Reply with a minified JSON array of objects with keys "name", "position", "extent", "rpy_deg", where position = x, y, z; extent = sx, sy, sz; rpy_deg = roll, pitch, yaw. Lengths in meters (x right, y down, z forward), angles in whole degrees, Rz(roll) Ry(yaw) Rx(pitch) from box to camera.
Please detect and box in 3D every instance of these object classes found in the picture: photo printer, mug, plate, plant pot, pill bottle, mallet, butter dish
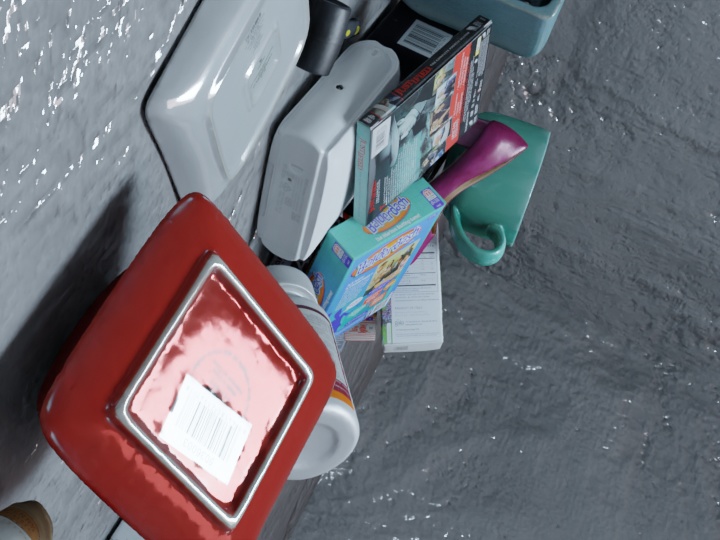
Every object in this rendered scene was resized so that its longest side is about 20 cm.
[{"name":"photo printer","position":[-0.026,-0.129,1.152],"extent":[0.201,0.069,0.168],"rpy_deg":[-55,167,-43]},{"name":"mug","position":[0.158,-0.114,1.407],"extent":[0.185,0.113,0.154],"rpy_deg":[-60,168,-62]},{"name":"plate","position":[-0.083,-0.154,0.824],"extent":[0.200,0.032,0.202],"rpy_deg":[89,26,-73]},{"name":"plant pot","position":[0.150,-0.346,1.225],"extent":[0.198,0.194,0.200],"rpy_deg":[-64,169,-10]},{"name":"pill bottle","position":[-0.072,0.096,1.120],"extent":[0.202,0.107,0.111],"rpy_deg":[-108,-151,-45]},{"name":"mallet","position":[-0.026,-0.215,1.058],"extent":[0.200,0.041,0.067],"rpy_deg":[-49,161,-80]},{"name":"butter dish","position":[-0.141,0.083,0.780],"extent":[0.201,0.146,0.201],"rpy_deg":[53,51,-33]}]

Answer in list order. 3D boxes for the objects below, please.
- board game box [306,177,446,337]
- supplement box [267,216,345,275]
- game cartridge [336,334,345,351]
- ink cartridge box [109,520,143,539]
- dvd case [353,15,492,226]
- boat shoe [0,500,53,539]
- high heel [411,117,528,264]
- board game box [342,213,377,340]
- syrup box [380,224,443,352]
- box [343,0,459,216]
[{"name":"board game box","position":[0.000,0.000,1.265],"extent":[0.151,0.045,0.201],"rpy_deg":[-31,160,-37]},{"name":"supplement box","position":[-0.068,0.009,1.381],"extent":[0.201,0.060,0.110],"rpy_deg":[95,21,-68]},{"name":"game cartridge","position":[-0.040,0.094,1.999],"extent":[0.135,0.040,0.200],"rpy_deg":[-62,173,-1]},{"name":"ink cartridge box","position":[-0.219,0.315,1.154],"extent":[0.147,0.083,0.201],"rpy_deg":[107,10,-47]},{"name":"dvd case","position":[0.063,-0.153,1.157],"extent":[0.200,0.022,0.147],"rpy_deg":[-46,156,-29]},{"name":"boat shoe","position":[-0.242,0.244,0.776],"extent":[0.068,0.074,0.202],"rpy_deg":[-46,159,-53]},{"name":"high heel","position":[0.116,-0.082,1.325],"extent":[0.203,0.095,0.067],"rpy_deg":[-67,172,16]},{"name":"board game box","position":[-0.001,-0.021,1.507],"extent":[0.152,0.045,0.204],"rpy_deg":[91,-2,-74]},{"name":"syrup box","position":[0.062,-0.002,1.440],"extent":[0.079,0.080,0.204],"rpy_deg":[85,3,-80]},{"name":"box","position":[0.048,-0.188,1.340],"extent":[0.201,0.122,0.200],"rpy_deg":[-55,167,-49]}]
